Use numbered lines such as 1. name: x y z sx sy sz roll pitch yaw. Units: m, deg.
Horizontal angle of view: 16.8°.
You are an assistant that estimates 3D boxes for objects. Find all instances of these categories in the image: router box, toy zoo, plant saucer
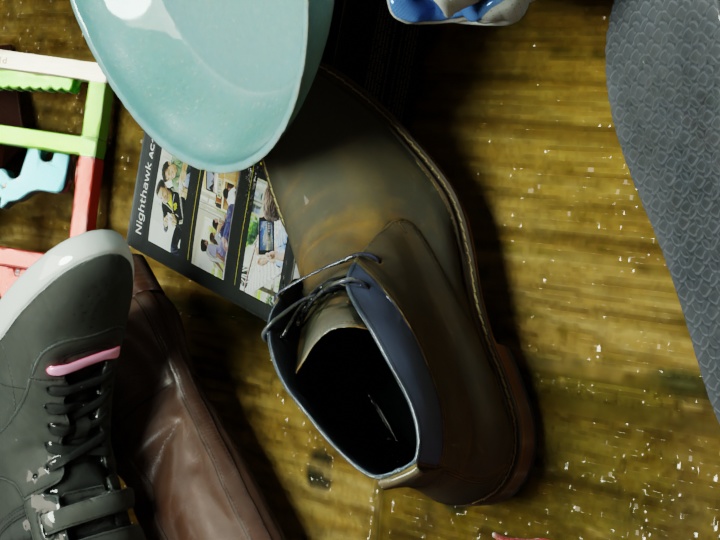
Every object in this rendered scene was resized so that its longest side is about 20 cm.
1. router box: -0.035 -0.088 1.077 0.149 0.051 0.202 26 108 53
2. toy zoo: -0.201 -0.013 1.240 0.130 0.020 0.202 8 89 9
3. plant saucer: -0.064 -0.140 0.959 0.200 0.036 0.201 35 134 44

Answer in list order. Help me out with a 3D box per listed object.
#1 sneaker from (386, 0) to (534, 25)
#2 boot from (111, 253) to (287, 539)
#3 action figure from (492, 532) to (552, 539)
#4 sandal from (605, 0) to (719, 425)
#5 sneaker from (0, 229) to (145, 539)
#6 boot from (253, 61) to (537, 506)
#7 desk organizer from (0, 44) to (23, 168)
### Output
1. sneaker: 0.080 -0.145 0.848 0.147 0.080 0.200 -57 18 -26
2. boot: -0.096 0.121 1.145 0.201 0.064 0.187 60 149 22
3. action figure: 0.113 0.141 0.829 0.200 0.098 0.066 23 105 54
4. sandal: 0.133 -0.032 0.863 0.076 0.043 0.202 -32 66 58
5. sneaker: -0.123 0.075 1.068 0.099 0.070 0.201 55 140 28
6. boot: 0.000 0.000 0.950 0.074 0.097 0.201 -33 76 19
7. desk organizer: -0.251 -0.033 1.339 0.200 0.077 0.072 -46 73 29
